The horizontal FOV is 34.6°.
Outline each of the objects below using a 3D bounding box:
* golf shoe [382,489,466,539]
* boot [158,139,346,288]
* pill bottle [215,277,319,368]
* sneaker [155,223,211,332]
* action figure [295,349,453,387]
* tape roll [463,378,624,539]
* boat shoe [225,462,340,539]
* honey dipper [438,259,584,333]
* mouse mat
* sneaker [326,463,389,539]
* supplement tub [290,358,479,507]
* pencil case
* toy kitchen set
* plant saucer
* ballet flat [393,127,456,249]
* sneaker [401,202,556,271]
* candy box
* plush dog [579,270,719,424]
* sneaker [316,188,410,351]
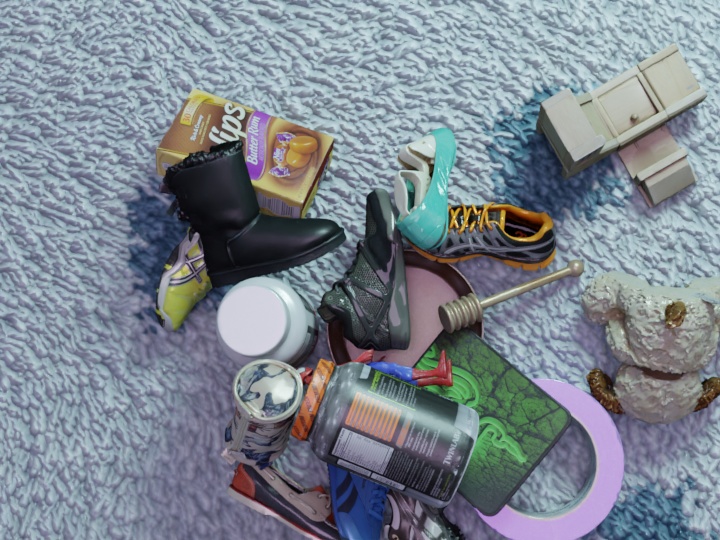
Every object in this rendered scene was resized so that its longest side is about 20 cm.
[{"bbox_3d":[0.080,0.335,1.427,0.094,0.078,0.201,-21,75,10],"label":"golf shoe"},{"bbox_3d":[-0.132,-0.077,1.390,0.197,0.073,0.164,-15,105,18],"label":"boot"},{"bbox_3d":[-0.114,0.067,1.397,0.110,0.200,0.112,-1,83,4],"label":"pill bottle"},{"bbox_3d":[-0.196,-0.010,1.473,0.076,0.075,0.201,25,88,8],"label":"sneaker"},{"bbox_3d":[0.011,0.124,1.415,0.198,0.065,0.052,-8,73,12],"label":"action figure"},{"bbox_3d":[0.221,0.234,1.426,0.198,0.066,0.202,0,85,5],"label":"tape roll"},{"bbox_3d":[-0.070,0.292,1.441,0.199,0.071,0.063,26,84,10],"label":"boat shoe"},{"bbox_3d":[0.192,0.028,1.443,0.199,0.038,0.038,-19,83,-16],"label":"honey dipper"},{"bbox_3d":[0.135,0.177,1.403,0.200,0.008,0.161,39,90,25],"label":"mouse mat"},{"bbox_3d":[0.007,0.262,1.400,0.078,0.066,0.201,-20,52,13],"label":"sneaker"},{"bbox_3d":[0.027,0.183,1.336,0.199,0.123,0.123,23,86,1],"label":"supplement tub"},{"bbox_3d":[-0.117,0.170,1.354,0.078,0.200,0.090,35,64,8],"label":"pencil case"},{"bbox_3d":[0.340,-0.166,1.396,0.199,0.180,0.164,-30,84,5],"label":"toy kitchen set"},{"bbox_3d":[0.056,0.075,1.468,0.198,0.034,0.202,0,85,3],"label":"plant saucer"},{"bbox_3d":[0.076,-0.117,1.421,0.070,0.067,0.201,32,45,-27],"label":"ballet flat"},{"bbox_3d":[0.150,-0.055,1.442,0.198,0.077,0.079,5,61,0],"label":"sneaker"},{"bbox_3d":[-0.146,-0.145,1.468,0.199,0.057,0.117,19,55,6],"label":"candy box"},{"bbox_3d":[0.367,0.105,1.400,0.198,0.161,0.173,3,108,4],"label":"plush dog"},{"bbox_3d":[0.000,0.000,1.425,0.113,0.076,0.201,-3,89,-3],"label":"sneaker"}]
